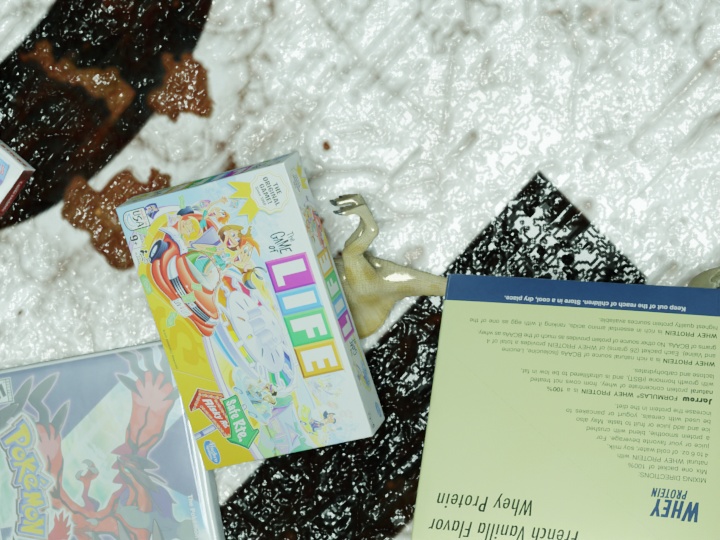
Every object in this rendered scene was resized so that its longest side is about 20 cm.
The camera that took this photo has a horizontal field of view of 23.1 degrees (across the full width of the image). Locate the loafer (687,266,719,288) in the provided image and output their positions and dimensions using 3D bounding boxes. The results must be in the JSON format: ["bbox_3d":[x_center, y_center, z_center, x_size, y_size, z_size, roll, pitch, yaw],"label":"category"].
[{"bbox_3d":[0.315,0.022,1.168,0.198,0.067,0.077,-9,90,12],"label":"loafer"}]

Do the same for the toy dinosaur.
[{"bbox_3d":[0.000,0.000,1.248,0.198,0.058,0.102,-8,105,19],"label":"toy dinosaur"}]

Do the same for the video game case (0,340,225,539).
[{"bbox_3d":[-0.195,0.163,1.297,0.180,0.023,0.202,-10,89,11],"label":"video game case"}]

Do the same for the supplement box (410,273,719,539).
[{"bbox_3d":[0.147,0.125,1.130,0.198,0.134,0.202,3,66,15],"label":"supplement box"}]

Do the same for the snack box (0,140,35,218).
[{"bbox_3d":[-0.330,-0.018,1.319,0.072,0.024,0.201,39,98,10],"label":"snack box"}]

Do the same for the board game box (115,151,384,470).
[{"bbox_3d":[-0.076,0.031,1.231,0.133,0.034,0.202,-14,102,21],"label":"board game box"}]
